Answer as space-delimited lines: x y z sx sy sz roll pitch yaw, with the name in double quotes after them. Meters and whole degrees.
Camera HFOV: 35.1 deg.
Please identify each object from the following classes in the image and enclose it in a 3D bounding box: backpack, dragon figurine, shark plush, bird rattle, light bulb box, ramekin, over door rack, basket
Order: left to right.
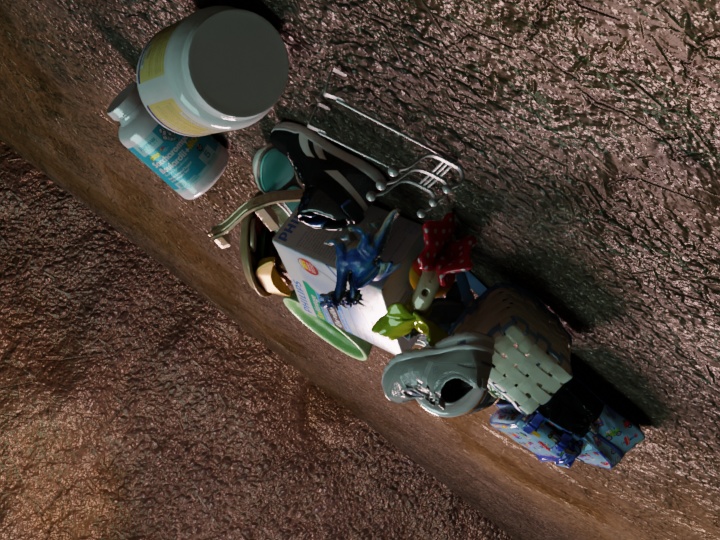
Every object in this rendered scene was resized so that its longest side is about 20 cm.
-0.042 0.077 2.205 0.200 0.098 0.200 34 167 9 "ramekin"
0.000 0.000 1.702 0.200 0.125 0.198 23 154 28 "light bulb box"
0.012 -0.013 1.522 0.200 0.059 0.100 -28 83 41 "dragon figurine"
0.019 -0.141 1.375 0.200 0.067 0.148 37 166 -3 "over door rack"
0.090 0.006 1.531 0.112 0.201 0.163 14 -158 3 "bird rattle"
0.129 0.065 1.657 0.083 0.091 0.200 19 -173 36 "shark plush"
0.204 0.092 1.584 0.176 0.139 0.200 41 -160 -16 "basket"
0.324 0.236 1.748 0.200 0.135 0.183 36 168 -11 "backpack"

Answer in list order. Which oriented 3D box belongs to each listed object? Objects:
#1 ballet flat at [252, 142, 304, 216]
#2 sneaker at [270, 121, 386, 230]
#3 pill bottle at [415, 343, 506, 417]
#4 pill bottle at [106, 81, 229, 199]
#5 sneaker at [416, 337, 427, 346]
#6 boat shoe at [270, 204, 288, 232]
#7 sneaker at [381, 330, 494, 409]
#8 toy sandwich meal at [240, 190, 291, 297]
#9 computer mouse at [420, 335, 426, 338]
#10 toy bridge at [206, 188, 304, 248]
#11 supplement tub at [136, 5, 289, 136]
-0.129 -0.145 1.764 0.069 0.070 0.200 29 166 29 "ballet flat"
-0.072 -0.125 1.561 0.200 0.112 0.073 29 164 30 "sneaker"
0.155 0.161 1.723 0.116 0.117 0.200 32 -174 20 "pill bottle"
-0.321 -0.218 1.878 0.200 0.111 0.111 42 166 -25 "pill bottle"
0.068 0.080 1.959 0.200 0.089 0.075 34 168 12 "sneaker"
-0.092 -0.037 1.901 0.200 0.062 0.072 55 171 -19 "boat shoe"
0.094 0.144 1.486 0.075 0.082 0.200 19 149 -29 "sneaker"
-0.143 -0.043 1.950 0.070 0.206 0.205 0 154 15 "toy sandwich meal"
0.132 0.088 1.822 0.199 0.044 0.110 11 170 3 "computer mouse"
-0.147 -0.089 1.752 0.067 0.199 0.027 53 -160 -56 "toy bridge"
-0.179 -0.239 1.372 0.145 0.146 0.200 42 166 -22 "supplement tub"
